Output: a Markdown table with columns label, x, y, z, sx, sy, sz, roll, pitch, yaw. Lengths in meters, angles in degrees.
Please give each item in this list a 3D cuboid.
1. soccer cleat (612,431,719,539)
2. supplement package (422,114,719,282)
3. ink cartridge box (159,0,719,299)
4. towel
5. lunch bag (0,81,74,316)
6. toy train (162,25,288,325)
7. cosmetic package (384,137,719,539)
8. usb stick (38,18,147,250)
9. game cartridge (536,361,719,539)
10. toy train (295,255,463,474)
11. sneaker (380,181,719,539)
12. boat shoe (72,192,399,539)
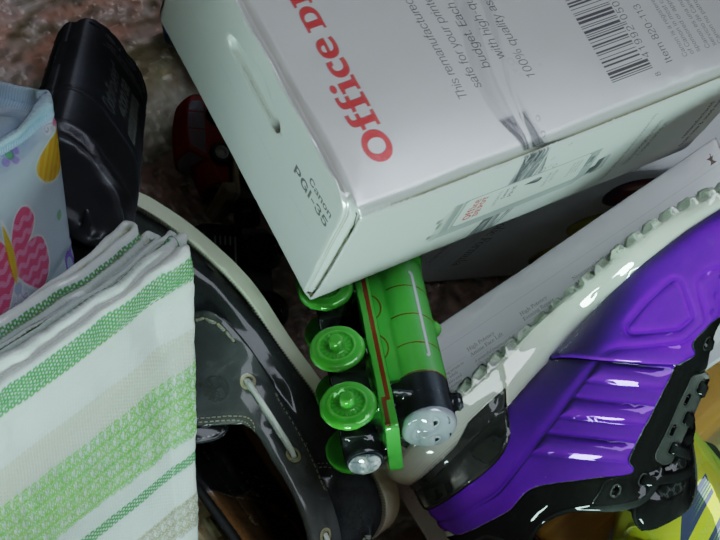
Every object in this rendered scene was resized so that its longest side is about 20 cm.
| label | x | y | z | sx | sy | sz | roll | pitch | yaw |
| --- | --- | --- | --- | --- | --- | --- | --- | --- | --- |
| soccer cleat | 0.125 | 0.162 | 0.854 | 0.083 | 0.065 | 0.202 | -3 | 90 | -28 |
| supplement package | 0.092 | -0.070 | 0.955 | 0.199 | 0.114 | 0.110 | -5 | 67 | -32 |
| ink cartridge box | 0.037 | -0.096 | 0.818 | 0.199 | 0.083 | 0.147 | -21 | 73 | -25 |
| towel | -0.116 | 0.093 | 0.712 | 0.031 | 0.201 | 0.149 | 30 | 46 | 28 |
| lunch bag | -0.196 | 0.037 | 0.683 | 0.126 | 0.171 | 0.200 | 19 | 43 | 29 |
| toy train | -0.064 | -0.057 | 0.910 | 0.045 | 0.034 | 0.202 | 2 | 65 | -18 |
| cosmetic package | 0.093 | 0.033 | 0.878 | 0.199 | 0.051 | 0.083 | -33 | 86 | -1 |
| usb stick | -0.109 | -0.059 | 0.806 | 0.056 | 0.032 | 0.200 | 56 | 7 | -18 |
| game cartridge | 0.183 | 0.107 | 0.911 | 0.176 | 0.032 | 0.200 | -42 | 91 | -2 |
| toy train | 0.000 | 0.000 | 0.832 | 0.056 | 0.042 | 0.201 | -10 | 49 | -3 |
| sneaker | 0.112 | 0.049 | 0.819 | 0.200 | 0.070 | 0.100 | -41 | 86 | 6 |
| boat shoe | -0.067 | 0.046 | 0.827 | 0.200 | 0.072 | 0.068 | 50 | 48 | -1 |
